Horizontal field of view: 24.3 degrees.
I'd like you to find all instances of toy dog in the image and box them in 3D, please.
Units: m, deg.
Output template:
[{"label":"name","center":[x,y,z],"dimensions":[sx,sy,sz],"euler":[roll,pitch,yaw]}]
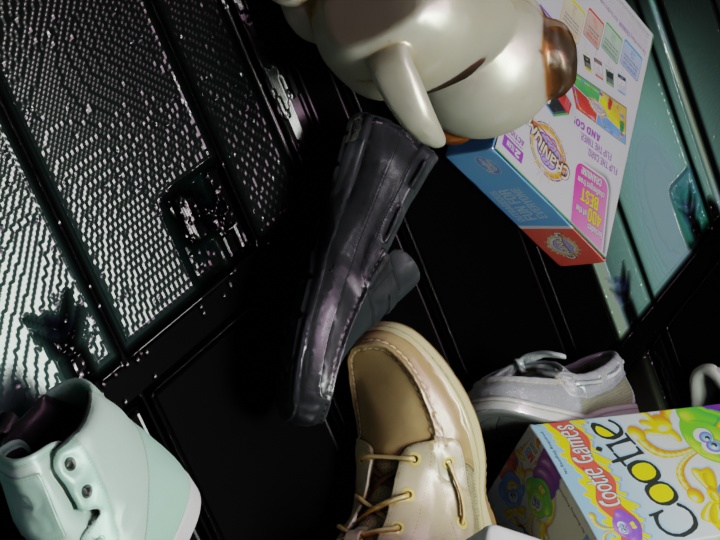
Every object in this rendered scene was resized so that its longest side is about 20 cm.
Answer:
[{"label":"toy dog","center":[0.053,-0.150,0.995],"dimensions":[0.200,0.139,0.194],"euler":[28,32,-57]}]

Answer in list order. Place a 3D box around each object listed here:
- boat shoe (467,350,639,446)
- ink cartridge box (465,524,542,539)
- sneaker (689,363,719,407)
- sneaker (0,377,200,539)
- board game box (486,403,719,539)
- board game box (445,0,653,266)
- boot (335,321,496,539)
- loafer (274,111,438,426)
[{"label":"boat shoe","center":[0.128,0.082,1.123],"dimensions":[0.202,0.074,0.065],"euler":[7,73,-54]},{"label":"ink cartridge box","center":[0.100,0.256,0.882],"dimensions":[0.144,0.084,0.200],"euler":[20,59,-15]},{"label":"sneaker","center":[0.272,0.164,1.294],"dimensions":[0.087,0.075,0.200],"euler":[29,55,-37]},{"label":"sneaker","center":[-0.148,0.146,0.770],"dimensions":[0.118,0.074,0.201],"euler":[56,36,-38]},{"label":"board game box","center":[0.192,0.160,1.083],"dimensions":[0.200,0.103,0.105],"euler":[-3,47,-30]},{"label":"board game box","center":[0.139,-0.127,1.186],"dimensions":[0.153,0.040,0.200],"euler":[40,56,-40]},{"label":"boot","center":[0.006,0.145,0.965],"dimensions":[0.155,0.073,0.200],"euler":[-31,112,-47]},{"label":"loafer","center":[0.000,0.000,0.967],"dimensions":[0.070,0.068,0.201],"euler":[20,62,-9]}]
